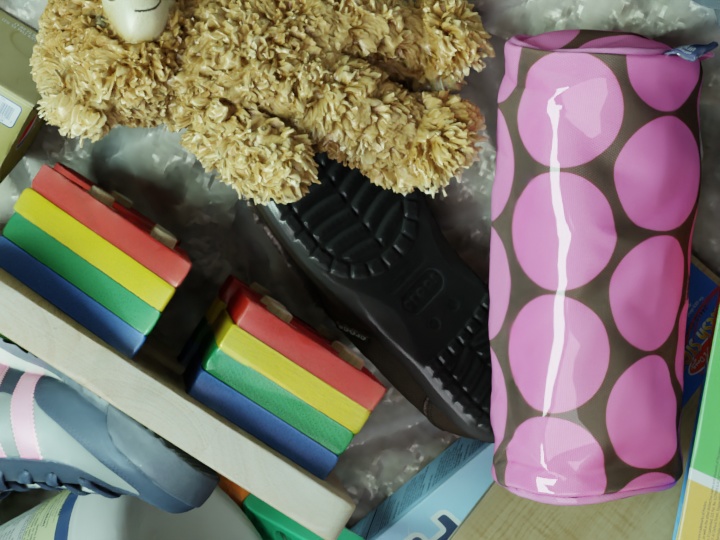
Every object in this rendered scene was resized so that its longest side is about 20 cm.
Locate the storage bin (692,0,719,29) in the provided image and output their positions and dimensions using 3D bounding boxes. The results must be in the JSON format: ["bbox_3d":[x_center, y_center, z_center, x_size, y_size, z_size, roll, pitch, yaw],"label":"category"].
[{"bbox_3d":[0.235,-0.097,0.992,0.199,0.146,0.135,-7,122,15],"label":"storage bin"}]

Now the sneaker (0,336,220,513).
[{"bbox_3d":[-0.150,0.078,1.067,0.200,0.070,0.082,22,79,34],"label":"sneaker"}]

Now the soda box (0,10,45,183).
[{"bbox_3d":[-0.235,-0.113,1.117,0.200,0.068,0.064,32,117,-3],"label":"soda box"}]

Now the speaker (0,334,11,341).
[{"bbox_3d":[-0.232,0.118,1.211,0.088,0.089,0.200,34,116,-4],"label":"speaker"}]

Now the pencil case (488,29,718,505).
[{"bbox_3d":[0.104,-0.002,1.055,0.091,0.093,0.201,11,99,51],"label":"pencil case"}]

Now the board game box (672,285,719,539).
[{"bbox_3d":[0.159,0.054,1.008,0.040,0.200,0.154,11,88,8],"label":"board game box"}]

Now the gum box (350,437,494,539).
[{"bbox_3d":[0.083,0.164,1.185,0.170,0.045,0.200,44,116,-9],"label":"gum box"}]

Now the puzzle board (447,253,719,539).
[{"bbox_3d":[0.139,0.112,1.115,0.151,0.017,0.200,39,84,-7],"label":"puzzle board"}]

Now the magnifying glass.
[{"bbox_3d":[-0.034,0.121,1.155,0.200,0.022,0.080,37,154,23],"label":"magnifying glass"}]

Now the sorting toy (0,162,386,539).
[{"bbox_3d":[-0.085,0.022,1.085,0.198,0.200,0.070,33,90,-7],"label":"sorting toy"}]

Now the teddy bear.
[{"bbox_3d":[-0.038,-0.092,1.048,0.199,0.145,0.067,24,157,1],"label":"teddy bear"}]

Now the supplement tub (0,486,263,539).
[{"bbox_3d":[-0.143,0.187,1.136,0.200,0.145,0.145,-30,105,26],"label":"supplement tub"}]

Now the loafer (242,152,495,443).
[{"bbox_3d":[0.000,0.000,1.111,0.200,0.073,0.071,55,153,-3],"label":"loafer"}]
